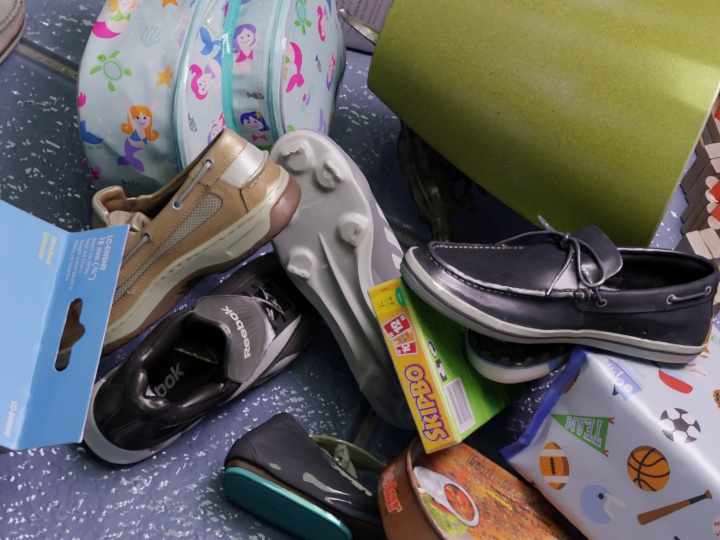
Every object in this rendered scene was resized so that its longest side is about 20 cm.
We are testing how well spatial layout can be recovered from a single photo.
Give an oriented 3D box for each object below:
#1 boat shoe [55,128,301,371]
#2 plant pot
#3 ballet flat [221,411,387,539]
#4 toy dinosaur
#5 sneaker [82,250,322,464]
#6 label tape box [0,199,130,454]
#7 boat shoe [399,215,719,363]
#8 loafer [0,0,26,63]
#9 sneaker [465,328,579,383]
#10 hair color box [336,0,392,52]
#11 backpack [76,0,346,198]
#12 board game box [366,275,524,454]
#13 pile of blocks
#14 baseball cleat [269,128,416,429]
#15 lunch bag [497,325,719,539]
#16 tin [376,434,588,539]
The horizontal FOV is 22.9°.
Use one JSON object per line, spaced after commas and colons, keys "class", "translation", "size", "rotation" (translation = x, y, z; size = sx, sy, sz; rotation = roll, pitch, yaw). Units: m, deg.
{"class": "boat shoe", "translation": [-0.129, -0.017, 1.029], "size": [0.076, 0.200, 0.072], "rotation": [45, 23, -22]}
{"class": "plant pot", "translation": [0.113, -0.119, 1.103], "size": [0.199, 0.187, 0.188], "rotation": [24, 55, 5]}
{"class": "ballet flat", "translation": [0.013, 0.149, 1.037], "size": [0.200, 0.073, 0.073], "rotation": [34, 56, 9]}
{"class": "toy dinosaur", "translation": [0.045, -0.081, 1.182], "size": [0.088, 0.047, 0.201], "rotation": [-11, 80, -63]}
{"class": "sneaker", "translation": [-0.076, 0.041, 1.059], "size": [0.200, 0.090, 0.067], "rotation": [-37, 89, -30]}
{"class": "label tape box", "translation": [-0.237, 0.032, 0.974], "size": [0.199, 0.063, 0.145], "rotation": [-11, 52, 26]}
{"class": "boat shoe", "translation": [0.115, 0.005, 0.986], "size": [0.199, 0.062, 0.075], "rotation": [10, 27, -23]}
{"class": "loafer", "translation": [-0.296, -0.143, 1.134], "size": [0.200, 0.063, 0.072], "rotation": [-34, 71, -30]}
{"class": "sneaker", "translation": [0.111, 0.035, 1.089], "size": [0.072, 0.073, 0.200], "rotation": [25, 23, 14]}
{"class": "hair color box", "translation": [-0.044, -0.217, 1.230], "size": [0.199, 0.102, 0.061], "rotation": [12, 57, -9]}
{"class": "backpack", "translation": [-0.094, -0.120, 1.104], "size": [0.150, 0.178, 0.201], "rotation": [10, 56, 17]}
{"class": "board game box", "translation": [0.056, 0.044, 1.050], "size": [0.030, 0.200, 0.096], "rotation": [-21, 88, 19]}
{"class": "pile of blocks", "translation": [0.266, -0.055, 1.240], "size": [0.082, 0.062, 0.201], "rotation": [18, 56, -4]}
{"class": "baseball cleat", "translation": [0.000, 0.000, 1.090], "size": [0.106, 0.069, 0.201], "rotation": [-60, 130, -69]}
{"class": "lunch bag", "translation": [0.207, 0.114, 1.077], "size": [0.170, 0.124, 0.200], "rotation": [46, 34, 16]}
{"class": "tin", "translation": [0.089, 0.168, 1.007], "size": [0.200, 0.042, 0.112], "rotation": [35, 21, -26]}
